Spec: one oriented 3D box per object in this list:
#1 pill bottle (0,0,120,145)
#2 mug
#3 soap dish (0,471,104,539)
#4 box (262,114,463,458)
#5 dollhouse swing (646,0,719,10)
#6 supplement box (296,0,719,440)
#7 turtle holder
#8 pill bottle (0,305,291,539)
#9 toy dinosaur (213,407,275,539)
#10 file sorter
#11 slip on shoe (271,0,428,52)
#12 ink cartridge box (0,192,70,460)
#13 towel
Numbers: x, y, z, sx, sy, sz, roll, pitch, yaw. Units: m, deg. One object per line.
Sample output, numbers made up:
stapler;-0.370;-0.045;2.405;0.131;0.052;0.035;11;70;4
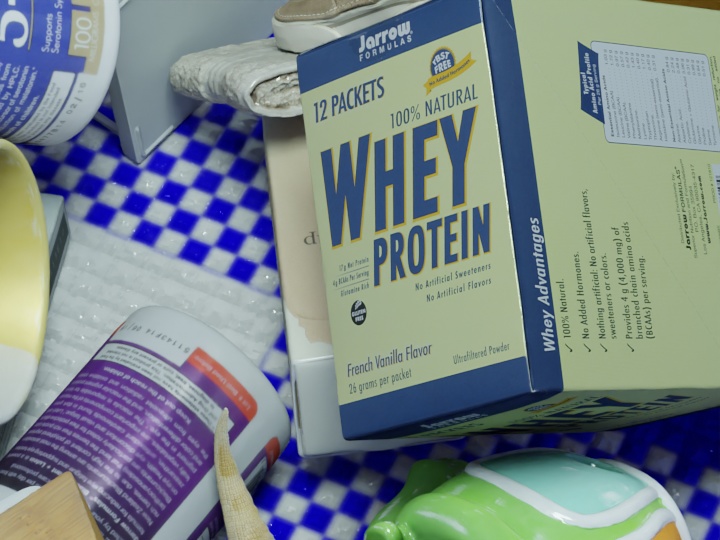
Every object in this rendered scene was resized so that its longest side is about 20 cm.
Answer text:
pill bottle;-0.237;-0.132;1.365;0.199;0.120;0.120;3;48;-40
mug;-0.255;0.006;1.401;0.152;0.187;0.150;0;89;13
soap dish;-0.161;0.218;1.252;0.157;0.201;0.081;-33;35;-18
box;0.000;0.000;1.433;0.094;0.078;0.201;-7;45;-3
dollhouse swing;0.181;-0.111;1.446;0.181;0.200;0.177;11;59;10
supplement box;0.094;-0.025;1.306;0.199;0.134;0.201;2;77;-42
turtle holder;0.084;0.159;1.321;0.131;0.185;0.141;-31;94;-26
pill bottle;-0.136;0.124;1.362;0.111;0.112;0.200;31;63;20
toy dinosaur;-0.050;0.174;1.336;0.101;0.058;0.201;-29;90;7
file sorter;-0.118;-0.197;1.554;0.124;0.139;0.200;32;64;24
slip on shoe;0.018;-0.154;1.401;0.076;0.200;0.061;-15;99;-30
ink cartridge box;-0.270;0.037;1.467;0.172;0.044;0.201;9;58;7
towel;0.001;-0.119;1.495;0.199;0.035;0.132;-13;13;-22
